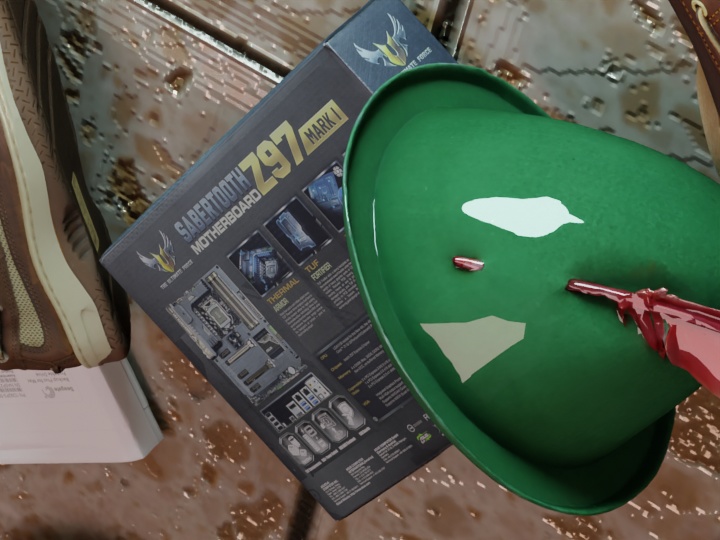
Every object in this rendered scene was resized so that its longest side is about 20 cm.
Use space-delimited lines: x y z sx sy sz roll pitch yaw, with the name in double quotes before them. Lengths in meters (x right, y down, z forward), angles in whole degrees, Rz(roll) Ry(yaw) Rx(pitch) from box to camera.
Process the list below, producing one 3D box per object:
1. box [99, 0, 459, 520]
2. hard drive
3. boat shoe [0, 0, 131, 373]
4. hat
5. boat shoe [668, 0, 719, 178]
"box" 0.000 0.000 1.023 0.158 0.051 0.200 47 138 -3
"hard drive" -0.185 0.003 1.185 0.132 0.026 0.200 -4 119 39
"boat shoe" -0.160 -0.041 1.077 0.075 0.075 0.203 -12 114 5
"hat" 0.120 -0.014 0.849 0.176 0.166 0.200 -27 112 40
"boat shoe" 0.136 -0.097 0.822 0.070 0.070 0.200 34 156 58
